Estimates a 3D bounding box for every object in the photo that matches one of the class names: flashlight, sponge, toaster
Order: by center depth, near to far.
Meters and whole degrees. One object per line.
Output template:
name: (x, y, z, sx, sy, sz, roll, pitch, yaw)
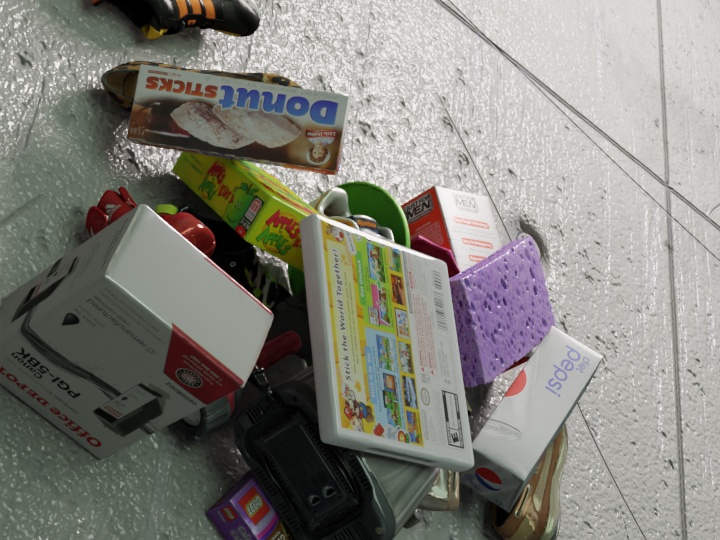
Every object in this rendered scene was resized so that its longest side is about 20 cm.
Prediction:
toaster: (-0.021, 0.155, 1.357, 0.201, 0.113, 0.129, 56, 34, 2)
flashlight: (-0.093, 0.086, 1.394, 0.199, 0.068, 0.068, -27, 131, -43)
sponge: (0.150, 0.041, 1.620, 0.200, 0.030, 0.112, -27, 104, -58)

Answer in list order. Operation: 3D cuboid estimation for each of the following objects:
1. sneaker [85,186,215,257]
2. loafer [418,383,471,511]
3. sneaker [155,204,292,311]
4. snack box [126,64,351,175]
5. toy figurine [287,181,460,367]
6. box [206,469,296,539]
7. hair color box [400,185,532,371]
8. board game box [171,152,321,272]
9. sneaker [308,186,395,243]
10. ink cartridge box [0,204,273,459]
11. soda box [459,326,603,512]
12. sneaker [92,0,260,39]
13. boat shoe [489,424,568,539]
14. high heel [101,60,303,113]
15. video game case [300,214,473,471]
sneaker: (-0.193, -0.027, 1.303, 0.078, 0.200, 0.116, -35, 82, -27)
loafer: (0.084, 0.157, 1.556, 0.062, 0.072, 0.201, 14, 55, 1)
sneaker: (-0.121, 0.003, 1.428, 0.199, 0.083, 0.072, 32, 46, -31)
snack box: (-0.112, -0.138, 1.402, 0.024, 0.198, 0.072, 50, 49, -81)
toy figurine: (0.035, 0.028, 1.571, 0.184, 0.149, 0.202, 19, 74, -51)
box: (-0.040, 0.221, 1.411, 0.137, 0.039, 0.200, 55, 38, -5)
hair color box: (0.118, 0.012, 1.708, 0.101, 0.061, 0.201, 9, 61, -46)
board game box: (-0.094, -0.061, 1.434, 0.101, 0.048, 0.200, 29, 6, -33)
sneaker: (0.000, 0.000, 1.438, 0.078, 0.080, 0.200, 14, 30, -51)
ink cartridge box: (-0.192, 0.055, 1.221, 0.147, 0.200, 0.083, 41, 45, -21)
soda box: (0.178, 0.153, 1.600, 0.068, 0.064, 0.200, 31, 51, 12)
sneaker: (-0.191, -0.265, 1.551, 0.199, 0.070, 0.091, 24, 65, -37)
boat shoe: (0.175, 0.205, 1.637, 0.072, 0.076, 0.201, 30, 45, -29)
high heel: (-0.143, -0.160, 1.439, 0.142, 0.199, 0.072, 7, 93, -49)
video game case: (0.024, 0.066, 1.333, 0.181, 0.023, 0.201, 19, 56, -45)
